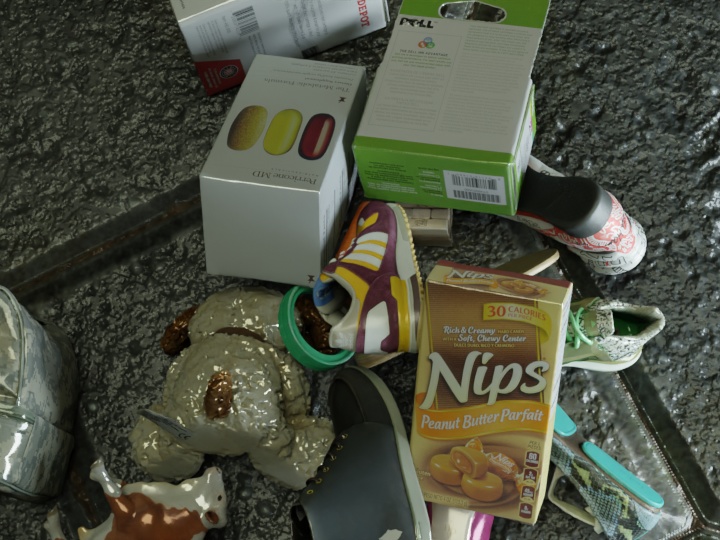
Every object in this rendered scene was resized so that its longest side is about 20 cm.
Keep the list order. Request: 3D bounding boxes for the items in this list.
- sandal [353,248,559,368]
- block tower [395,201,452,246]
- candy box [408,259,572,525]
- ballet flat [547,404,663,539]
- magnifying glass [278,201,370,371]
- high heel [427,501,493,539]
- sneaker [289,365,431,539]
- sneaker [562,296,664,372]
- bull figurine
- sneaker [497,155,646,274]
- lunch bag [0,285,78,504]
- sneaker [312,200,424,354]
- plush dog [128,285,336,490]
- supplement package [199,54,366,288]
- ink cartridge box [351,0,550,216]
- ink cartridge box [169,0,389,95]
[{"bbox_3d":[0.098,0.056,1.350,0.210,0.078,0.070,-26,100,-6],"label":"sandal"},{"bbox_3d":[0.063,-0.117,1.409,0.057,0.054,0.203,2,72,7],"label":"block tower"},{"bbox_3d":[0.105,0.101,1.218,0.114,0.055,0.202,9,113,13],"label":"candy box"},{"bbox_3d":[0.175,0.166,1.301,0.074,0.074,0.200,-43,69,-9],"label":"ballet flat"},{"bbox_3d":[-0.019,0.009,1.344,0.079,0.022,0.201,39,43,-16],"label":"magnifying glass"},{"bbox_3d":[0.092,0.230,1.304,0.066,0.096,0.202,6,51,11],"label":"high heel"},{"bbox_3d":[-0.017,0.162,1.233,0.105,0.075,0.201,-2,45,-21],"label":"sneaker"},{"bbox_3d":[0.181,0.050,1.282,0.198,0.089,0.078,-6,73,-28],"label":"sneaker"},{"bbox_3d":[-0.208,0.230,1.286,0.121,0.065,0.200,43,101,-3],"label":"bull figurine"},{"bbox_3d":[0.178,-0.056,1.370,0.201,0.108,0.068,28,83,51],"label":"sneaker"},{"bbox_3d":[-0.326,0.107,1.303,0.138,0.200,0.170,13,77,7],"label":"lunch bag"},{"bbox_3d":[0.000,0.000,1.284,0.089,0.076,0.201,-1,30,-9],"label":"sneaker"},{"bbox_3d":[-0.112,0.086,1.325,0.197,0.161,0.173,1,48,7],"label":"plush dog"},{"bbox_3d":[-0.066,-0.093,1.339,0.112,0.110,0.201,7,40,8],"label":"supplement package"},{"bbox_3d":[0.091,-0.160,1.348,0.146,0.076,0.202,8,57,15],"label":"ink cartridge box"},{"bbox_3d":[-0.082,-0.269,1.426,0.198,0.147,0.084,-21,69,-2],"label":"ink cartridge box"}]
